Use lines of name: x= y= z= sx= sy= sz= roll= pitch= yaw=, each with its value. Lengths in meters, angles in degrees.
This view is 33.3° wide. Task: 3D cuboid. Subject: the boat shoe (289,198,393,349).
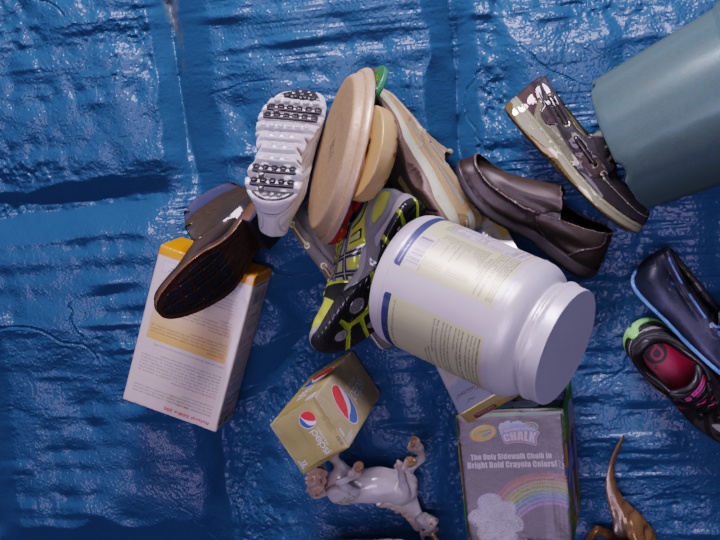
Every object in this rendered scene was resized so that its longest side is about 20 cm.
boat shoe: x=-0.016 y=0.007 z=1.406 sx=0.060 sy=0.072 sz=0.203 roll=-30 pitch=87 yaw=17

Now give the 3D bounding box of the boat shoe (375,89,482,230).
boat shoe: x=0.070 y=-0.123 z=1.367 sx=0.201 sy=0.076 sz=0.072 roll=62 pitch=150 yaw=10

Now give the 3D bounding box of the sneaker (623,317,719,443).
sneaker: x=0.372 y=0.136 z=1.337 sx=0.199 sy=0.084 sz=0.077 roll=36 pitch=108 yaw=3

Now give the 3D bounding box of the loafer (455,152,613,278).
loafer: x=0.197 y=-0.075 z=1.340 sx=0.199 sy=0.073 sz=0.072 roll=33 pitch=118 yaw=-6

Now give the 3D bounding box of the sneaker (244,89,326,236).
sneaker: x=-0.084 y=-0.124 z=1.352 sx=0.074 sy=0.201 sz=0.081 roll=9 pitch=140 yaw=8

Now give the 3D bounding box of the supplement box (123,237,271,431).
supplement box: x=-0.196 y=0.076 z=1.456 sx=0.125 sy=0.074 sz=0.202 roll=19 pitch=103 yaw=9

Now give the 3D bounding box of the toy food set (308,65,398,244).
toy food set: x=-0.009 y=-0.125 z=1.296 sx=0.048 sy=0.199 sz=0.201 roll=13 pitch=136 yaw=-12

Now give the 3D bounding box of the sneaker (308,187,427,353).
sneaker: x=0.000 y=0.000 z=1.341 sx=0.076 sy=0.075 sz=0.201 roll=34 pitch=94 yaw=41

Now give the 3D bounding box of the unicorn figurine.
unicorn figurine: x=0.029 y=0.257 z=1.426 sx=0.198 sy=0.074 sz=0.138 roll=14 pitch=134 yaw=3

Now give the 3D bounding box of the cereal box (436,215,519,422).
cereal box: x=0.135 y=0.048 z=1.336 sx=0.143 sy=0.040 sz=0.201 roll=-30 pitch=60 yaw=9

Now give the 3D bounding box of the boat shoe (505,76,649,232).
boat shoe: x=0.246 y=-0.128 z=1.314 sx=0.201 sy=0.072 sz=0.066 roll=45 pitch=107 yaw=5

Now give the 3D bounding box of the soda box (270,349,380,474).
soda box: x=-0.035 y=0.157 z=1.371 sx=0.064 sy=0.200 sz=0.068 roll=-33 pitch=93 yaw=16

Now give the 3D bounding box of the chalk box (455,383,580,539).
chalk box: x=0.180 y=0.193 z=1.372 sx=0.123 sy=0.124 sz=0.202 roll=-3 pitch=100 yaw=14

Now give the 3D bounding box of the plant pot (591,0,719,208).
plant pot: x=0.354 y=-0.170 z=1.235 sx=0.195 sy=0.200 sz=0.201 roll=-23 pitch=95 yaw=23

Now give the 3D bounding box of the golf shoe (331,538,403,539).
golf shoe: x=0.023 y=0.347 z=1.447 sx=0.198 sy=0.097 sz=0.079 roll=-1 pitch=97 yaw=21

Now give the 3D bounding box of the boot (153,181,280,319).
boot: x=-0.176 y=-0.026 z=1.386 sx=0.097 sy=0.200 sz=0.075 roll=26 pitch=149 yaw=43

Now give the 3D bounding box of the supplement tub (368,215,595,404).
supplement tub: x=0.124 y=0.041 z=1.235 sx=0.199 sy=0.145 sz=0.146 roll=24 pitch=106 yaw=29

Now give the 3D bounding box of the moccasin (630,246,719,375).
moccasin: x=0.386 y=0.057 z=1.320 sx=0.200 sy=0.080 sz=0.068 roll=41 pitch=112 yaw=1

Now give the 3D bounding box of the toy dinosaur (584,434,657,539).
toy dinosaur: x=0.310 y=0.299 z=1.407 sx=0.106 sy=0.060 sz=0.201 roll=-36 pitch=98 yaw=-8
